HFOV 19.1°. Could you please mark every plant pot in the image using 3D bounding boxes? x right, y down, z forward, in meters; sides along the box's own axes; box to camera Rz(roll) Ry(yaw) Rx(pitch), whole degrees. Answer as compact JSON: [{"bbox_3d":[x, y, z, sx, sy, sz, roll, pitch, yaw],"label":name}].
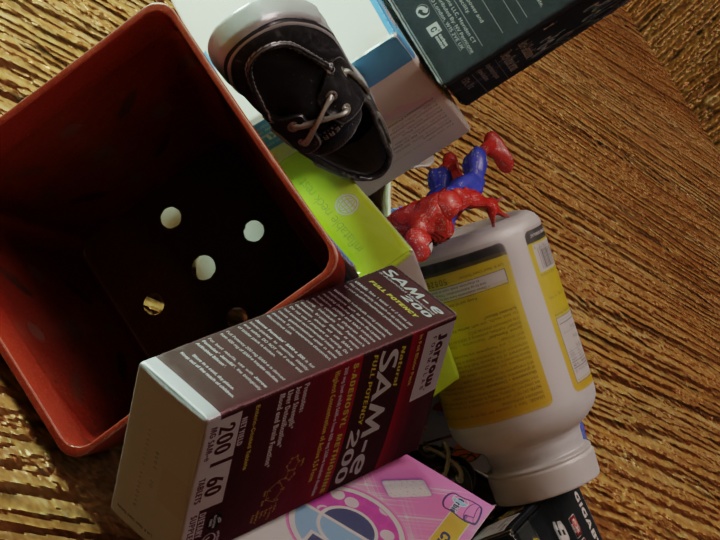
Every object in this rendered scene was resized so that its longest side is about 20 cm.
[{"bbox_3d":[-0.124,-0.013,1.333,0.200,0.200,0.176,56,6,14],"label":"plant pot"}]

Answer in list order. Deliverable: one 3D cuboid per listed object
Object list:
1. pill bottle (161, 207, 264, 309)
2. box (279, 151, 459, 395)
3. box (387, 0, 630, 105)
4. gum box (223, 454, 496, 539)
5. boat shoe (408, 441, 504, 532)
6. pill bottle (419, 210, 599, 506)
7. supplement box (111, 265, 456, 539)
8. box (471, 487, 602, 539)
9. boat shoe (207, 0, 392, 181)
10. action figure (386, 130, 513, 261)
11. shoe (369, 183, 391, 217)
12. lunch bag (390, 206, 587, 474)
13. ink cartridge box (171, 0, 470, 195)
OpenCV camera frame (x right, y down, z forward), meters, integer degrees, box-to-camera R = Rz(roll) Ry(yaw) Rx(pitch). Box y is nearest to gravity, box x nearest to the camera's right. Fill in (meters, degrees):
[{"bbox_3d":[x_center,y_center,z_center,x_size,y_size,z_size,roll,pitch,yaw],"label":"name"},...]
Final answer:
[{"bbox_3d":[-0.113,-0.074,1.565,0.112,0.112,0.200,20,36,-56],"label":"pill bottle"},{"bbox_3d":[0.000,0.000,1.461,0.122,0.048,0.200,49,-11,32],"label":"box"},{"bbox_3d":[0.121,-0.216,1.495,0.107,0.200,0.148,58,7,5],"label":"box"},{"bbox_3d":[-0.012,0.176,1.256,0.113,0.066,0.200,29,35,11],"label":"gum box"},{"bbox_3d":[0.051,0.155,1.586,0.200,0.064,0.071,30,28,-46],"label":"boat shoe"},{"bbox_3d":[0.106,0.065,1.561,0.112,0.112,0.200,-29,101,-71],"label":"pill bottle"},{"bbox_3d":[-0.041,0.079,1.220,0.061,0.109,0.200,37,40,30],"label":"supplement box"},{"bbox_3d":[0.154,0.263,1.561,0.200,0.046,0.159,66,24,-1],"label":"box"},{"bbox_3d":[-0.030,-0.106,1.337,0.068,0.072,0.200,59,6,25],"label":"boat shoe"},{"bbox_3d":[0.062,-0.046,1.499,0.052,0.065,0.200,66,23,-9],"label":"action figure"},{"bbox_3d":[-0.006,0.000,1.688,0.070,0.053,0.200,41,39,-39],"label":"shoe"},{"bbox_3d":[0.086,0.056,1.744,0.170,0.124,0.200,41,25,-38],"label":"lunch bag"},{"bbox_3d":[-0.021,-0.139,1.513,0.129,0.125,0.200,62,8,27],"label":"ink cartridge box"}]
